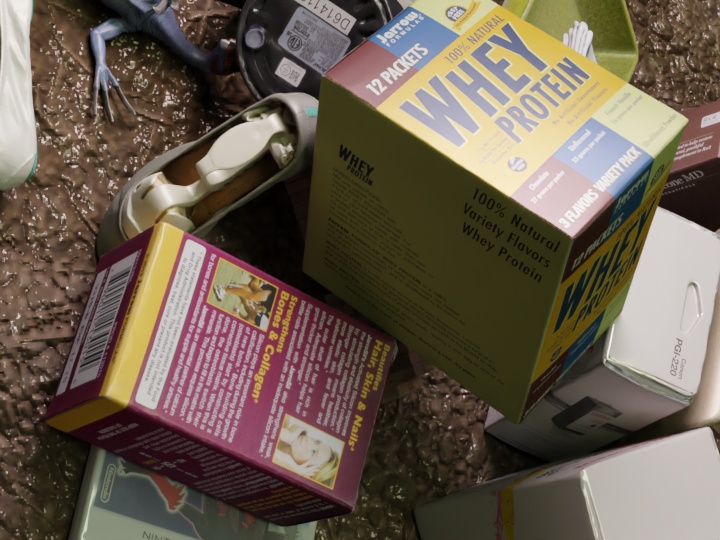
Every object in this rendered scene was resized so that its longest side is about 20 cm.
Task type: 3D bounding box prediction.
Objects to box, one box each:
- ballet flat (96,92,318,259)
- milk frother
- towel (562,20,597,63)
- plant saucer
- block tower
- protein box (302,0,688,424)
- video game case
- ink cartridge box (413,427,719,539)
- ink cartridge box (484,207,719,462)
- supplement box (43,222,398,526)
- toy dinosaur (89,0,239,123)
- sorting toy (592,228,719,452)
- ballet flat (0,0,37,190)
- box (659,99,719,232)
[{"bbox_3d":[-0.112,-0.061,1.087,0.068,0.199,0.064,60,16,7],"label":"ballet flat"},{"bbox_3d":[0.006,-0.211,1.177,0.181,0.200,0.188,52,14,8],"label":"milk frother"},{"bbox_3d":[0.195,-0.090,1.341,0.201,0.024,0.148,64,33,-43],"label":"towel"},{"bbox_3d":[0.169,-0.189,1.372,0.200,0.048,0.201,-63,143,-31],"label":"plant saucer"},{"bbox_3d":[0.000,0.000,1.221,0.058,0.054,0.201,-15,86,-68],"label":"block tower"},{"bbox_3d":[0.082,-0.047,1.068,0.198,0.201,0.135,35,56,20],"label":"protein box"},{"bbox_3d":[-0.103,0.124,1.141,0.181,0.023,0.201,23,63,-28],"label":"video game case"},{"bbox_3d":[0.168,0.215,1.193,0.146,0.200,0.146,-12,83,-37],"label":"ink cartridge box"},{"bbox_3d":[0.188,0.053,1.251,0.084,0.200,0.147,24,63,-15],"label":"ink cartridge box"},{"bbox_3d":[-0.092,0.075,1.085,0.199,0.103,0.132,29,61,-25],"label":"supplement box"},{"bbox_3d":[-0.160,-0.216,1.168,0.181,0.105,0.201,29,49,-46],"label":"toy dinosaur"},{"bbox_3d":[0.239,0.065,1.291,0.036,0.200,0.186,26,62,-14],"label":"sorting toy"},{"bbox_3d":[-0.258,-0.155,1.083,0.069,0.069,0.202,0,79,-35],"label":"ballet flat"},{"bbox_3d":[0.343,-0.061,1.443,0.200,0.100,0.075,39,52,-30],"label":"box"}]
